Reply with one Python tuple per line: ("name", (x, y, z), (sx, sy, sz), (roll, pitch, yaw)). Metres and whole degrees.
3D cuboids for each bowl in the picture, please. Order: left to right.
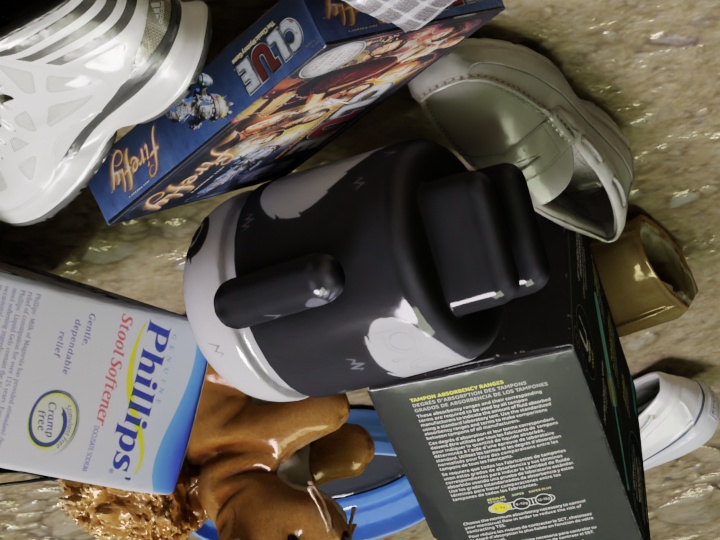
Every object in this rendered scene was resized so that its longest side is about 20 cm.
("bowl", (-0.033, 0.154, 1.947), (0.199, 0.040, 0.201), (-7, 155, -3))

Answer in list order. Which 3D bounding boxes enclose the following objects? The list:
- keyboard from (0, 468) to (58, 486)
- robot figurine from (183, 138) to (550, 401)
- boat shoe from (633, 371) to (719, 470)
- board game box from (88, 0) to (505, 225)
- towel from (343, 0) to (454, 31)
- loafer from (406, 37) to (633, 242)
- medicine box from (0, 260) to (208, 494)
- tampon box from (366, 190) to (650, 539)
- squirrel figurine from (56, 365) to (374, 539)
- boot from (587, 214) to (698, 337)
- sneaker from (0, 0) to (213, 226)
("keyboard", (-0.242, 0.121, 1.763), (0.199, 0.040, 0.104), (12, -177, -36))
("robot figurine", (-0.001, -0.001, 1.438), (0.199, 0.125, 0.150), (-15, 142, 29))
("boat shoe", (0.166, 0.124, 1.926), (0.067, 0.074, 0.200), (31, 127, -33))
("board game box", (-0.035, -0.093, 1.368), (0.135, 0.035, 0.200), (-18, 168, -44))
("towel", (0.022, -0.181, 1.150), (0.165, 0.086, 0.200), (-2, 159, -47))
("loafer", (0.094, -0.071, 1.468), (0.070, 0.070, 0.200), (-24, 151, 30))
("medicine box", (-0.218, 0.045, 1.495), (0.199, 0.104, 0.182), (14, -179, -41))
("tampon box", (0.089, 0.069, 1.597), (0.125, 0.150, 0.201), (-11, 134, 12))
("squirrel figurine", (-0.090, 0.131, 1.704), (0.199, 0.188, 0.142), (-11, 155, 6))
("boot", (0.127, 0.044, 1.731), (0.199, 0.067, 0.175), (-20, 153, 22))
("sneaker", (-0.172, -0.100, 1.352), (0.115, 0.076, 0.200), (24, 141, -27))
